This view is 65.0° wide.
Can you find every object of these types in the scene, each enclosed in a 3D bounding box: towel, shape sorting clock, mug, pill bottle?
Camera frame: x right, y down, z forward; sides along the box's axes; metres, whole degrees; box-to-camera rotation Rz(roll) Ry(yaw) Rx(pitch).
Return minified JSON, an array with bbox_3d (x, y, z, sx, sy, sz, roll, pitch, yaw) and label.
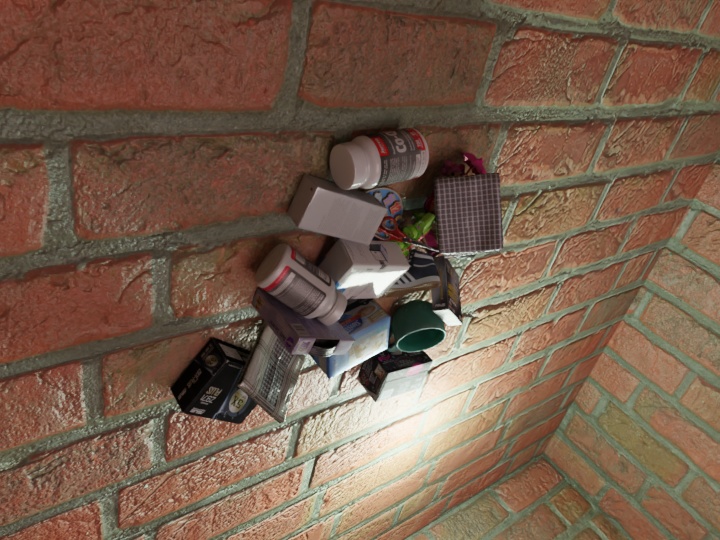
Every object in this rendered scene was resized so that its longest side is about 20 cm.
[{"bbox_3d":[0.265,-0.134,1.386,0.164,0.086,0.201,-5,96,6],"label":"towel"},{"bbox_3d":[-0.206,0.241,1.378,0.193,0.034,0.201,55,39,-39],"label":"towel"},{"bbox_3d":[0.023,-0.115,1.391,0.199,0.039,0.201,-25,137,-26],"label":"shape sorting clock"},{"bbox_3d":[0.154,0.162,1.693,0.184,0.115,0.152,-10,148,-4],"label":"mug"},{"bbox_3d":[0.041,-0.242,1.232,0.199,0.114,0.114,-18,135,-32],"label":"pill bottle"},{"bbox_3d":[-0.127,0.038,1.269,0.200,0.111,0.111,38,95,-26],"label":"pill bottle"}]

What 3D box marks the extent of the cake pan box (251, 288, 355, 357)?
[{"bbox_3d":[-0.132,0.122,1.326,0.184,0.200,0.053,7,118,-49],"label":"cake pan box"}]

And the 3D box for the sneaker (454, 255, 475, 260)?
[{"bbox_3d":[0.329,-0.114,1.655,0.079,0.075,0.201,-5,126,-38],"label":"sneaker"}]

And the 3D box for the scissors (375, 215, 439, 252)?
[{"bbox_3d":[0.107,-0.075,1.398,0.199,0.014,0.073,30,128,-32],"label":"scissors"}]

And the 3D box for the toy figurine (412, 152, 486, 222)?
[{"bbox_3d":[0.247,-0.217,1.472,0.199,0.150,0.185,6,108,-18],"label":"toy figurine"}]

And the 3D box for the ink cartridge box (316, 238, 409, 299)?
[{"bbox_3d":[0.000,0.000,1.403,0.199,0.086,0.147,-1,144,-44],"label":"ink cartridge box"}]

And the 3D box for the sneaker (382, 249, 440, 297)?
[{"bbox_3d":[0.116,0.007,1.572,0.199,0.109,0.070,-10,160,5],"label":"sneaker"}]

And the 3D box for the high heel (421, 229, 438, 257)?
[{"bbox_3d":[0.211,-0.098,1.554,0.096,0.067,0.200,-36,147,2],"label":"high heel"}]

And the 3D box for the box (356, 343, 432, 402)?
[{"bbox_3d":[0.107,0.315,1.796,0.199,0.115,0.133,-6,129,-39],"label":"box"}]

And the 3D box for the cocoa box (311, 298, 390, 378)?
[{"bbox_3d":[-0.037,0.167,1.512,0.199,0.131,0.134,-24,137,-26],"label":"cocoa box"}]

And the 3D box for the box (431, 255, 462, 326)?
[{"bbox_3d":[0.253,0.064,1.659,0.048,0.159,0.200,-7,159,19],"label":"box"}]

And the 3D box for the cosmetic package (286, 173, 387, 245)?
[{"bbox_3d":[-0.050,-0.132,1.256,0.199,0.071,0.102,12,115,-39],"label":"cosmetic package"}]

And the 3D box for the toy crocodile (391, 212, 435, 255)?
[{"bbox_3d":[0.133,-0.090,1.449,0.067,0.062,0.200,-43,-179,-33],"label":"toy crocodile"}]

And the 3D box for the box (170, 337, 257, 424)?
[{"bbox_3d":[-0.324,0.272,1.370,0.164,0.086,0.200,-49,143,4],"label":"box"}]
